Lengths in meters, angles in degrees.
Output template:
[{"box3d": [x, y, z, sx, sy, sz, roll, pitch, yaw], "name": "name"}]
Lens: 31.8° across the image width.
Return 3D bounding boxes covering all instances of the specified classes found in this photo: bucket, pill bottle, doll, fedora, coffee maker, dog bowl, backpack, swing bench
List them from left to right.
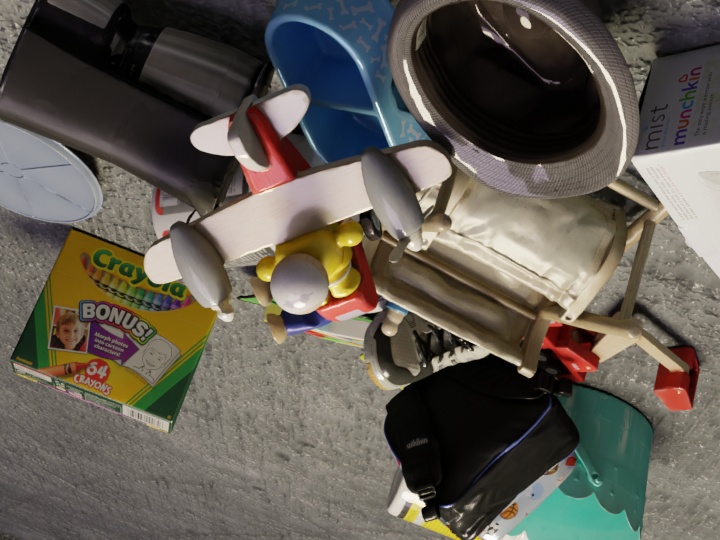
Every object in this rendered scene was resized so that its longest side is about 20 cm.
[{"box3d": [-0.192, -0.124, 1.034, 0.197, 0.194, 0.135, 23, 162, -4], "name": "coffee maker"}, {"box3d": [-0.089, -0.063, 1.162, 0.198, 0.115, 0.114, -4, 145, 40], "name": "pill bottle"}, {"box3d": [-0.010, -0.145, 0.993, 0.110, 0.050, 0.201, 14, 147, 32], "name": "dog bowl"}, {"box3d": [0.000, 0.000, 1.193, 0.198, 0.138, 0.048, -27, 164, 8], "name": "doll"}, {"box3d": [0.143, 0.304, 1.681, 0.197, 0.113, 0.112, 22, 153, -1], "name": "pill bottle"}, {"box3d": [0.122, 0.172, 1.329, 0.191, 0.199, 0.155, 46, 172, 51], "name": "backpack"}, {"box3d": [0.123, -0.021, 1.083, 0.197, 0.131, 0.200, 27, 158, -14], "name": "swing bench"}, {"box3d": [0.113, -0.152, 0.882, 0.175, 0.091, 0.200, -9, 135, 41], "name": "fedora"}, {"box3d": [0.236, 0.229, 1.449, 0.204, 0.136, 0.208, 15, 152, 8], "name": "bucket"}]

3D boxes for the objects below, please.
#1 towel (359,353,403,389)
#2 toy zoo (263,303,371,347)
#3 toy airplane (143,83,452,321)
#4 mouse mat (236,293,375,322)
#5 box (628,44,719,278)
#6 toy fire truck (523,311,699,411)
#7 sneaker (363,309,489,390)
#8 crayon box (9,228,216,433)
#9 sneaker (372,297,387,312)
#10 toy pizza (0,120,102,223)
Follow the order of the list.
[{"box3d": [0.087, 0.102, 1.457, 0.086, 0.018, 0.199, 39, 149, -22], "name": "towel"}, {"box3d": [-0.015, 0.065, 1.349, 0.129, 0.021, 0.199, 9, 173, 29], "name": "toy zoo"}, {"box3d": [-0.049, -0.036, 0.954, 0.196, 0.143, 0.201, 13, 137, -17], "name": "toy airplane"}, {"box3d": [-0.043, 0.045, 1.352, 0.158, 0.008, 0.200, 14, 175, -14], "name": "mouse mat"}, {"box3d": [0.316, -0.066, 0.892, 0.175, 0.098, 0.200, -6, 143, 43], "name": "box"}, {"box3d": [0.238, 0.069, 1.249, 0.139, 0.049, 0.200, -4, 143, 39], "name": "toy fire truck"}, {"box3d": [0.083, 0.060, 1.241, 0.087, 0.199, 0.077, -15, 93, 40], "name": "sneaker"}, {"box3d": [-0.280, 0.070, 1.474, 0.197, 0.175, 0.058, 21, 157, -3], "name": "crayon box"}, {"box3d": [-0.029, -0.016, 1.257, 0.198, 0.073, 0.114, -6, 140, 42], "name": "sneaker"}, {"box3d": [-0.364, -0.118, 1.345, 0.197, 0.032, 0.201, 15, 152, 8], "name": "toy pizza"}]
